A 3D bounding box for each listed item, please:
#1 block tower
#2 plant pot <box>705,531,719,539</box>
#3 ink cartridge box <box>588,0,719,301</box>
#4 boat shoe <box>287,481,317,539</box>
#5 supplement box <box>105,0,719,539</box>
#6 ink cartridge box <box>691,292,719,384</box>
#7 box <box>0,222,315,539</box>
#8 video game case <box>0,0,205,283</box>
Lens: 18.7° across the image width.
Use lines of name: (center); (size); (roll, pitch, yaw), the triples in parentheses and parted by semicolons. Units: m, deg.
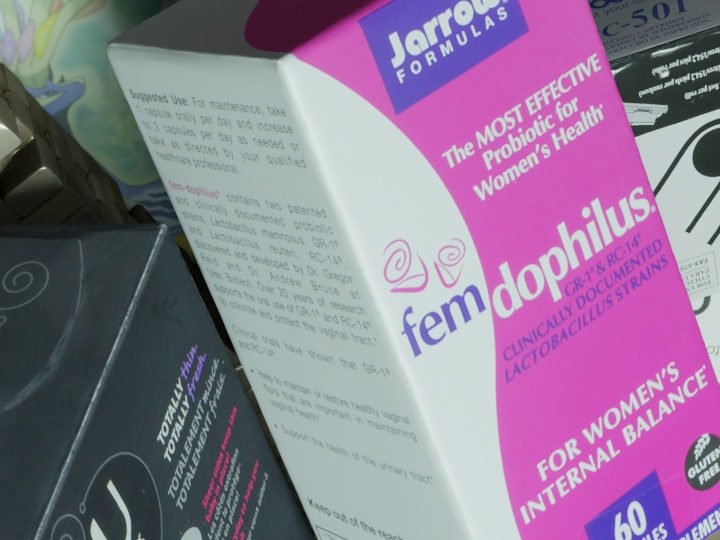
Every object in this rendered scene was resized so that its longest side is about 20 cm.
block tower: (-0.088, 0.008, 0.715); (0.054, 0.058, 0.200); (-37, 125, 9)
plant pot: (0.174, 0.200, 0.880); (0.187, 0.188, 0.200); (-39, 138, 10)
ink cartridge box: (0.159, -0.062, 0.675); (0.199, 0.044, 0.094); (-18, 124, -6)
boat shoe: (-0.007, 0.123, 0.832); (0.200, 0.072, 0.067); (-39, 129, 17)
supplement box: (0.023, 0.002, 0.643); (0.101, 0.103, 0.201); (-34, 113, -25)
ink cartridge box: (0.130, -0.046, 0.753); (0.147, 0.086, 0.201); (-1, 119, -16)
box: (-0.089, 0.095, 0.664); (0.105, 0.123, 0.201); (0, 138, 21)
video game case: (-0.090, -0.041, 0.730); (0.199, 0.022, 0.183); (-27, 124, 2)
